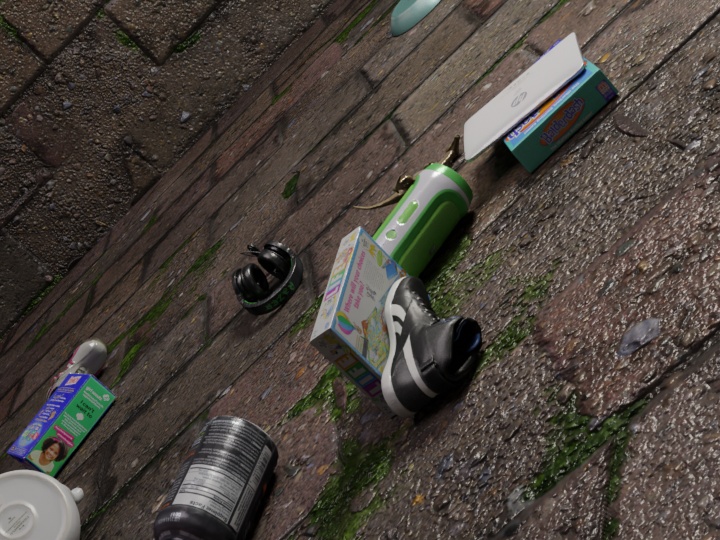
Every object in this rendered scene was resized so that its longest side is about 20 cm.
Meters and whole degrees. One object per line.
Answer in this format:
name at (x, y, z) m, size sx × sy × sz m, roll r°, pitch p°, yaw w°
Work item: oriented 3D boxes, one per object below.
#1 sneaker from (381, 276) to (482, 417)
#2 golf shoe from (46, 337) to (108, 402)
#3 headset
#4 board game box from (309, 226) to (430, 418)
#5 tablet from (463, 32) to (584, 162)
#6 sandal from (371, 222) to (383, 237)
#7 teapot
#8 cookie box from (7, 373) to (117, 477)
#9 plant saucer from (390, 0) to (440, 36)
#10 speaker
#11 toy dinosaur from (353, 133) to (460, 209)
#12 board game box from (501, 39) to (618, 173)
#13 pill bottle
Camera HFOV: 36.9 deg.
sneaker at (0.087, 0.066, 1.203) m, size 0.111 × 0.073 × 0.201 m, roll -31°, pitch 32°, yaw 28°
golf shoe at (-0.606, 0.231, 2.320) m, size 0.200 × 0.072 × 0.093 m, roll -49°, pitch 23°, yaw 23°
headset at (-0.156, 0.009, 1.840) m, size 0.123 × 0.094 × 0.200 m, roll -41°, pitch 35°, yaw 3°
board game box at (0.016, 0.056, 1.260) m, size 0.034 × 0.134 × 0.201 m, roll -33°, pitch 23°, yaw 30°
tablet at (0.216, -0.235, 1.457) m, size 0.199 × 0.014 × 0.131 m, roll -40°, pitch 21°, yaw 24°
sandal at (0.000, 0.000, 1.538) m, size 0.076 × 0.043 × 0.201 m, roll -21°, pitch 32°, yaw 51°
teapot at (-0.523, 0.419, 1.660) m, size 0.147 × 0.197 × 0.199 m, roll 102°, pitch 157°, yaw -52°
cookie box at (-0.587, 0.303, 2.123) m, size 0.201 × 0.075 × 0.171 m, roll -55°, pitch 21°, yaw -21°
plant saucer at (0.135, -0.625, 2.489) m, size 0.199 × 0.036 × 0.201 m, roll -40°, pitch 21°, yaw 18°
speaker at (0.064, -0.042, 1.416) m, size 0.201 × 0.088 × 0.088 m, roll -53°, pitch 21°, yaw -18°
toy dinosaur at (0.081, -0.125, 1.627) m, size 0.199 × 0.059 × 0.101 m, roll -35°, pitch 6°, yaw 10°
board game box at (0.250, -0.226, 1.457) m, size 0.152 × 0.045 × 0.200 m, roll -43°, pitch 20°, yaw 12°
pill bottle at (-0.176, 0.278, 1.269) m, size 0.106 × 0.106 × 0.201 m, roll -29°, pitch 26°, yaw 40°
